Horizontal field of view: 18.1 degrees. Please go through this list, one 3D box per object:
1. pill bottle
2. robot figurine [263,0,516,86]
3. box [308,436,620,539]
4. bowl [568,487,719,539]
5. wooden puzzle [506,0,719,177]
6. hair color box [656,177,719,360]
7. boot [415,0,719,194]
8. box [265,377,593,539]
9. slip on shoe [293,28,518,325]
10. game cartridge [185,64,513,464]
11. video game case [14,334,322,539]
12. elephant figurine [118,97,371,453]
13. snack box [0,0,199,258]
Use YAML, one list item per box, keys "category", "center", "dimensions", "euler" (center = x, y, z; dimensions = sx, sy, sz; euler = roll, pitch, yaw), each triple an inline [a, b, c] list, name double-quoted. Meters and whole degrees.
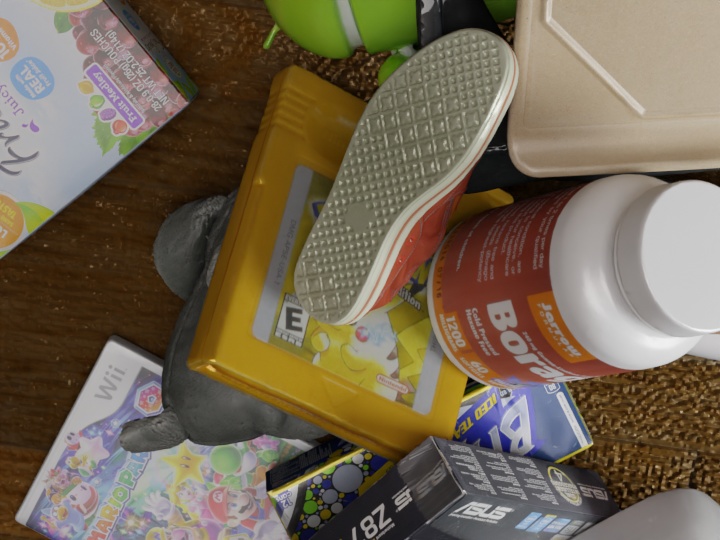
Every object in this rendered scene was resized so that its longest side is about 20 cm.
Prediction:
- category: "pill bottle"
  center: [0.134, 0.006, 1.302]
  dimensions: [0.112, 0.200, 0.112]
  euler: [5, 79, -30]
- category: "robot figurine"
  center: [0.027, -0.195, 1.357]
  dimensions: [0.200, 0.116, 0.176]
  euler: [-14, 96, 6]
- category: "box"
  center: [0.050, 0.175, 1.392]
  dimensions: [0.161, 0.200, 0.049]
  euler: [-43, 59, 20]
- category: "bowl"
  center: [0.179, 0.254, 1.429]
  dimensions: [0.200, 0.075, 0.200]
  euler: [-32, 125, 9]
- category: "wooden puzzle"
  center: [0.175, -0.149, 1.239]
  dimensions: [0.185, 0.037, 0.200]
  euler: [-4, 122, -7]
- category: "hair color box"
  center: [0.245, 0.007, 1.418]
  dimensions: [0.200, 0.061, 0.099]
  euler: [12, 103, 1]
- category: "boot"
  center: [0.134, -0.122, 1.302]
  dimensions: [0.200, 0.066, 0.165]
  euler: [-5, 130, 2]
- category: "box"
  center: [0.043, 0.120, 1.440]
  dimensions: [0.200, 0.064, 0.070]
  euler: [-26, 100, 1]
- category: "slip on shoe"
  center: [0.030, -0.054, 1.279]
  dimensions: [0.074, 0.061, 0.200]
  euler: [43, 120, 24]
- category: "game cartridge"
  center: [0.000, 0.000, 1.359]
  dimensions: [0.176, 0.032, 0.200]
  euler: [26, 67, -25]
- category: "video game case"
  center: [-0.108, 0.150, 1.490]
  dimensions: [0.200, 0.018, 0.143]
  euler: [28, 103, -3]
- category: "elephant figurine"
  center: [-0.062, 0.001, 1.406]
  dimensions: [0.141, 0.155, 0.200]
  euler: [-1, 99, 26]
- category: "snack box"
  center: [-0.229, -0.133, 1.409]
  dimensions: [0.169, 0.068, 0.200]
  euler: [-38, 97, 10]
